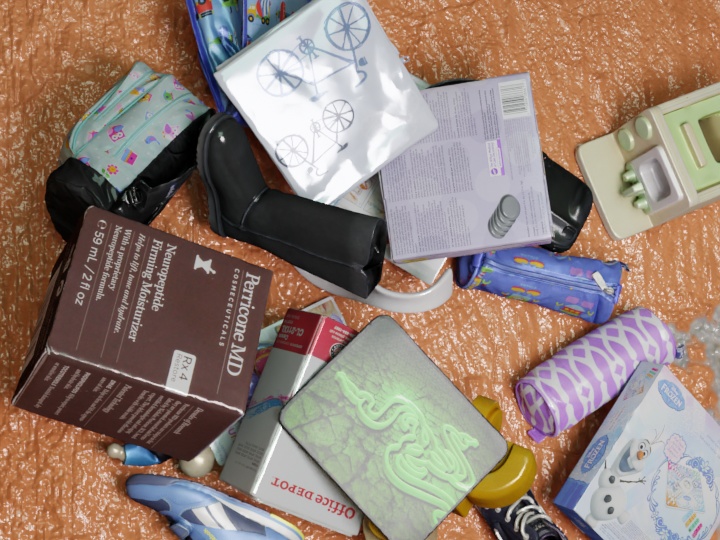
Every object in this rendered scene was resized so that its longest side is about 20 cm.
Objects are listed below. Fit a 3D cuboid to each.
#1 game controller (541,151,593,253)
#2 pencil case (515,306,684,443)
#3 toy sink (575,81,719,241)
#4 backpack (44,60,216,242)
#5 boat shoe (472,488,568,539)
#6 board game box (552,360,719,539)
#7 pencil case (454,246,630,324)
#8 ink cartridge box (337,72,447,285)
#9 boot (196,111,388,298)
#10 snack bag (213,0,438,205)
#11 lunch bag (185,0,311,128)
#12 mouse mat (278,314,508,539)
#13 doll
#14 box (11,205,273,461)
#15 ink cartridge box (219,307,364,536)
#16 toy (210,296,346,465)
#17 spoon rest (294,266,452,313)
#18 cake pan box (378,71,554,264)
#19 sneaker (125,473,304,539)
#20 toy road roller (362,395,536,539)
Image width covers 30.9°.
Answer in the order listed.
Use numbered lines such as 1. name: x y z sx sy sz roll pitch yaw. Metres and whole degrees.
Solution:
1. game controller: 0.188 -0.108 1.571 0.200 0.042 0.105 34 58 -7
2. pencil case: 0.276 0.118 1.523 0.199 0.086 0.084 -27 49 -19
3. toy sink: 0.386 -0.137 1.586 0.199 0.112 0.131 -20 84 -18
4. backpack: -0.244 -0.123 1.393 0.126 0.167 0.200 40 63 -5
5. boat shoe: 0.180 0.270 1.454 0.075 0.093 0.200 -31 88 -19
6. board game box: 0.339 0.243 1.493 0.200 0.043 0.199 45 72 -25
7. pencil case: 0.212 0.006 1.523 0.199 0.087 0.078 14 85 -11
8. ink cartridge box: 0.069 -0.107 1.514 0.160 0.047 0.200 31 92 9
9. boot: -0.068 -0.068 1.355 0.199 0.165 0.066 24 55 24
10. snack bag: -0.030 -0.184 1.404 0.188 0.021 0.200 -37 107 -9
11. lunch bag: -0.112 -0.245 1.455 0.094 0.150 0.201 -11 87 27
12. mouse mat: 0.035 0.166 1.332 0.161 0.008 0.200 -44 94 -12
13. doll: -0.229 0.142 1.393 0.200 0.048 0.136 47 66 -2
14. box: -0.218 0.067 1.303 0.199 0.164 0.167 20 59 -18
15. ink cartridge box: -0.042 0.161 1.387 0.145 0.083 0.201 28 79 -32
16. toy: -0.089 0.117 1.437 0.199 0.047 0.115 -25 85 -19
17. spoon rest: 0.000 0.000 1.432 0.199 0.100 0.061 17 49 22
18. cake pan box: 0.112 -0.117 1.460 0.183 0.052 0.201 -9 85 5
19. sneaker: -0.160 0.273 1.372 0.199 0.074 0.083 25 75 -8
20. toy road roller: 0.103 0.230 1.399 0.145 0.123 0.201 19 76 18
